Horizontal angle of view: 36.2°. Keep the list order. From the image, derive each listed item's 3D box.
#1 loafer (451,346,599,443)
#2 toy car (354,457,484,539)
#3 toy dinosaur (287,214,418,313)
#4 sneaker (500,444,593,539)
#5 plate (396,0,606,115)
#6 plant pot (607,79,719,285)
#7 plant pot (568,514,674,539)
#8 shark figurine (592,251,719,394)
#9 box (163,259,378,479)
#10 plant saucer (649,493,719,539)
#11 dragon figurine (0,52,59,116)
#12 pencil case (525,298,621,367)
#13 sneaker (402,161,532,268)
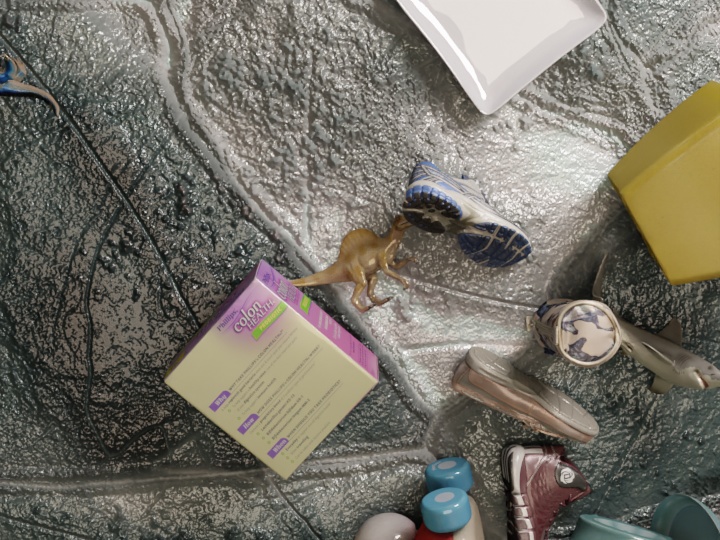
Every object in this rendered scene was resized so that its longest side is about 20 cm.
[{"bbox_3d":[0.213,0.173,1.437,0.200,0.072,0.063,32,112,-3],"label":"loafer"},{"bbox_3d":[0.059,0.364,1.408,0.199,0.177,0.185,-11,103,10],"label":"toy car"},{"bbox_3d":[0.000,0.000,1.402,0.200,0.058,0.101,-29,83,13],"label":"toy dinosaur"},{"bbox_3d":[0.254,0.324,1.456,0.115,0.076,0.201,-7,99,-6],"label":"sneaker"},{"bbox_3d":[0.171,-0.329,1.363,0.199,0.032,0.200,-39,100,1],"label":"plate"},{"bbox_3d":[0.418,-0.093,1.350,0.176,0.200,0.200,-30,100,12],"label":"plant pot"},{"bbox_3d":[0.327,0.424,1.427,0.199,0.200,0.189,15,86,-7],"label":"plant pot"},{"bbox_3d":[0.377,0.078,1.438,0.214,0.128,0.090,40,69,8],"label":"shark figurine"},{"bbox_3d":[-0.108,0.122,1.373,0.200,0.097,0.176,40,101,-10],"label":"box"},{"bbox_3d":[0.434,0.388,1.420,0.027,0.200,0.201,-2,100,-15],"label":"plant saucer"},{"bbox_3d":[-0.456,-0.225,1.316,0.200,0.059,0.099,40,94,-9],"label":"dragon figurine"},{"bbox_3d":[0.260,0.074,1.351,0.089,0.200,0.078,-10,89,1],"label":"pencil case"},{"bbox_3d":[0.140,-0.076,1.379,0.200,0.085,0.077,30,134,-29],"label":"sneaker"}]
